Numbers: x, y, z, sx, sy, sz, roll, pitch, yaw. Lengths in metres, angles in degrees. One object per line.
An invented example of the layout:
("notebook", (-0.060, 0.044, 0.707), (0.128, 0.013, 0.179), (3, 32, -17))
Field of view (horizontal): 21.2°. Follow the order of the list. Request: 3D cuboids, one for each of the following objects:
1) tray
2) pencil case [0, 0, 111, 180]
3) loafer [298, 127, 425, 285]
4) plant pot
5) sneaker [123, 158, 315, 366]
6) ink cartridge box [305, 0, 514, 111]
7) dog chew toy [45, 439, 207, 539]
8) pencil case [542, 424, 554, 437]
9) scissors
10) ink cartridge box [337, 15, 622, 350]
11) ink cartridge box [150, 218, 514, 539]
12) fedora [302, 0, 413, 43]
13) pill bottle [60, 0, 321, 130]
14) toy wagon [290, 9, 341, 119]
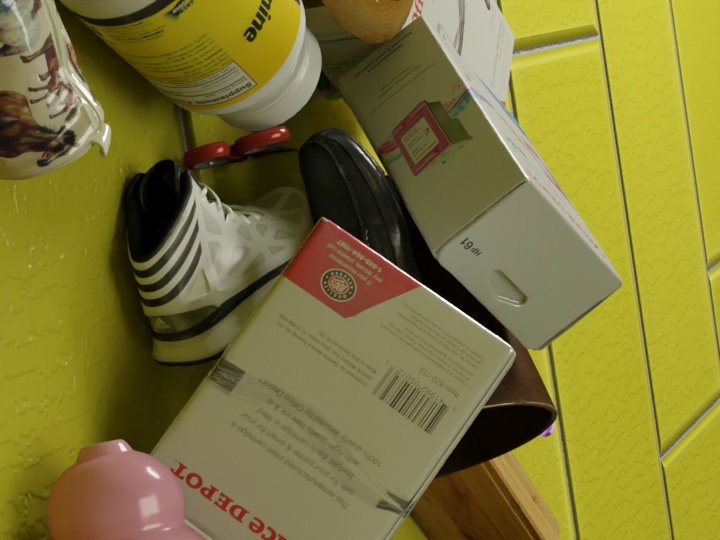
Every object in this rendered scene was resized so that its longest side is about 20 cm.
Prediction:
("tray", (0.082, 0.175, 1.564), (0.200, 0.099, 0.037), (55, 38, -46))
("pencil case", (-0.200, -0.146, 1.035), (0.078, 0.089, 0.200), (-59, 137, -53))
("loafer", (0.000, 0.000, 1.277), (0.070, 0.068, 0.201), (-15, 78, -31))
("plant pot", (0.026, 0.039, 1.408), (0.187, 0.187, 0.200), (25, 46, -62))
("sneaker", (-0.088, -0.034, 1.267), (0.201, 0.076, 0.115), (-53, 133, -53))
("ink cartridge box", (0.041, -0.178, 1.481), (0.200, 0.083, 0.147), (52, 41, -50))
("dog chew toy", (-0.126, 0.196, 1.089), (0.125, 0.124, 0.200), (-1, 78, -65))
("pencil case", (0.104, 0.065, 1.655), (0.084, 0.085, 0.200), (-56, 134, -53))
("scissors", (-0.082, -0.084, 1.354), (0.200, 0.073, 0.014), (-73, 145, -88))
("ink cartridge box", (0.082, -0.061, 1.343), (0.145, 0.085, 0.200), (42, 16, -44))
("ink cartridge box", (-0.021, 0.093, 1.183), (0.200, 0.146, 0.083), (-54, 173, -7))
("fedora", (-0.034, -0.244, 1.326), (0.201, 0.082, 0.201), (38, 44, -51))
("pill bottle", (-0.105, -0.169, 1.218), (0.200, 0.112, 0.113), (41, 48, -56))
("toy wagon", (-0.046, -0.187, 1.440), (0.155, 0.040, 0.200), (46, 44, -53))
